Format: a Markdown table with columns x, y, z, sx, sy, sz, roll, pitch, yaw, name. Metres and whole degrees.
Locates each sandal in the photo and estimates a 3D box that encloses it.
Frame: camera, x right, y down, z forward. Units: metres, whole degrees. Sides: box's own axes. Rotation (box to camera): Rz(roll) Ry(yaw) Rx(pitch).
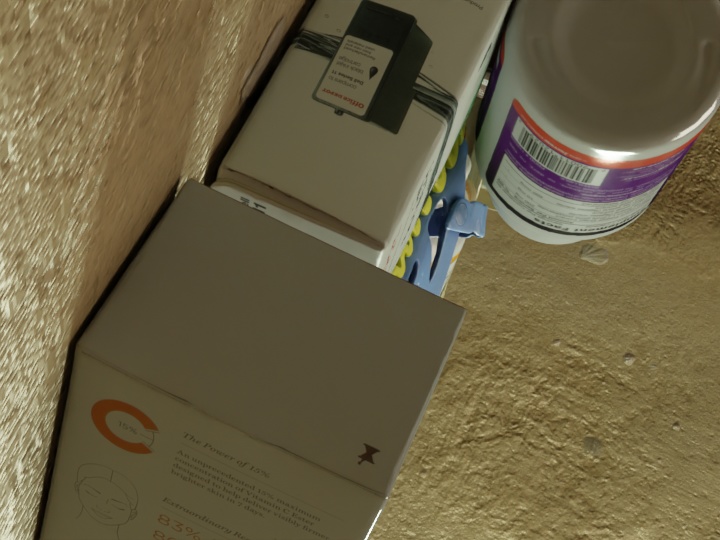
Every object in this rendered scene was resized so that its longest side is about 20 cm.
| x | y | z | sx | sy | sz | roll | pitch | yaw | name |
| --- | --- | --- | --- | --- | --- | --- | --- | --- | --- |
| 0.018 | -0.003 | 0.895 | 0.200 | 0.079 | 0.087 | -57 | 133 | -28 | sandal |

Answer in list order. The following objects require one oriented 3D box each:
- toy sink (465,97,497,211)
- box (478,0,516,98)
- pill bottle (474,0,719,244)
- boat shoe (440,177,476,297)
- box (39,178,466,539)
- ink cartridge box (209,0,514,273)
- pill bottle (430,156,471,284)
| x | y | z | sx | sy | sz | roll | pitch | yaw | name |
| --- | --- | --- | --- | --- | --- | --- | --- | --- | --- |
| 0.133 | -0.107 | 1.266 | 0.200 | 0.111 | 0.131 | -124 | -132 | -84 | toy sink |
| 0.093 | -0.208 | 0.981 | 0.201 | 0.100 | 0.075 | -64 | 164 | -8 | box |
| 0.119 | -0.081 | 0.863 | 0.200 | 0.111 | 0.112 | 101 | 14 | -74 | pill bottle |
| 0.027 | 0.016 | 1.166 | 0.068 | 0.075 | 0.200 | -18 | 145 | -52 | boat shoe |
| -0.053 | 0.081 | 0.670 | 0.200 | 0.124 | 0.098 | 112 | 4 | -50 | box |
| -0.001 | -0.063 | 0.782 | 0.147 | 0.083 | 0.200 | 110 | 6 | -58 | ink cartridge box |
| 0.000 | 0.000 | 1.069 | 0.109 | 0.109 | 0.201 | -59 | 173 | -63 | pill bottle |
